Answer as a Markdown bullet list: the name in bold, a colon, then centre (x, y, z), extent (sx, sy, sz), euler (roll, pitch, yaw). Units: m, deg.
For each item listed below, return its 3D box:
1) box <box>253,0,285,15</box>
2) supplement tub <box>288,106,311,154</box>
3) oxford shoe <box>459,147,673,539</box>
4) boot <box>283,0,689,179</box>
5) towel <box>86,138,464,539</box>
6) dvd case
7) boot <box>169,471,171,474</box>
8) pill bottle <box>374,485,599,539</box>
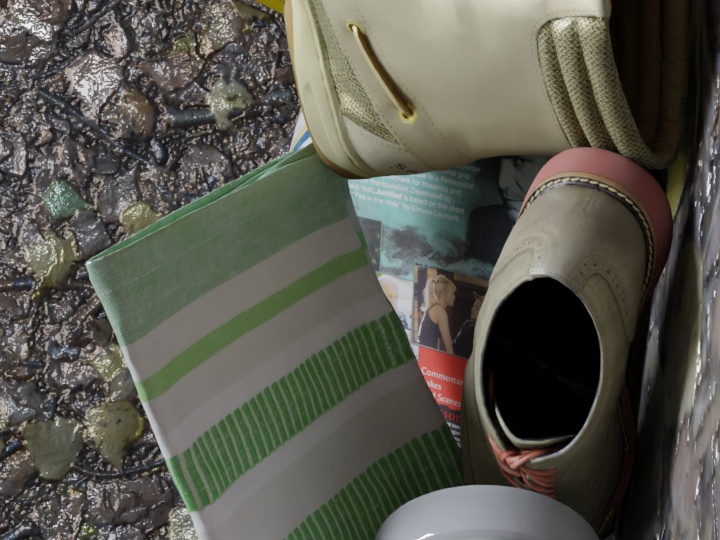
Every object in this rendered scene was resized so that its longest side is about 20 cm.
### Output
- **box**: centre (0.021, -0.237, 0.849), extent (0.193, 0.122, 0.201), euler (-31, 41, 56)
- **supplement tub**: centre (0.040, -0.076, 0.983), extent (0.200, 0.144, 0.145), euler (-79, -5, -47)
- **oxford shoe**: centre (0.061, 0.053, 0.686), extent (0.075, 0.070, 0.200), euler (-53, -27, -47)
- **boot**: centre (0.035, -0.128, 0.670), extent (0.073, 0.155, 0.201), euler (-28, -67, -44)
- **towel**: centre (-0.015, 0.062, 0.713), extent (0.152, 0.023, 0.201), euler (-35, -73, -52)
- **dvd case**: centre (0.046, -0.003, 0.765), extent (0.022, 0.146, 0.201), euler (-20, -63, -48)
- **boot**: centre (-0.042, 0.073, 0.932), extent (0.200, 0.074, 0.097), euler (35, 120, 59)
- **pill bottle**: centre (0.041, 0.176, 0.623), extent (0.112, 0.112, 0.200), euler (94, 180, -48)
